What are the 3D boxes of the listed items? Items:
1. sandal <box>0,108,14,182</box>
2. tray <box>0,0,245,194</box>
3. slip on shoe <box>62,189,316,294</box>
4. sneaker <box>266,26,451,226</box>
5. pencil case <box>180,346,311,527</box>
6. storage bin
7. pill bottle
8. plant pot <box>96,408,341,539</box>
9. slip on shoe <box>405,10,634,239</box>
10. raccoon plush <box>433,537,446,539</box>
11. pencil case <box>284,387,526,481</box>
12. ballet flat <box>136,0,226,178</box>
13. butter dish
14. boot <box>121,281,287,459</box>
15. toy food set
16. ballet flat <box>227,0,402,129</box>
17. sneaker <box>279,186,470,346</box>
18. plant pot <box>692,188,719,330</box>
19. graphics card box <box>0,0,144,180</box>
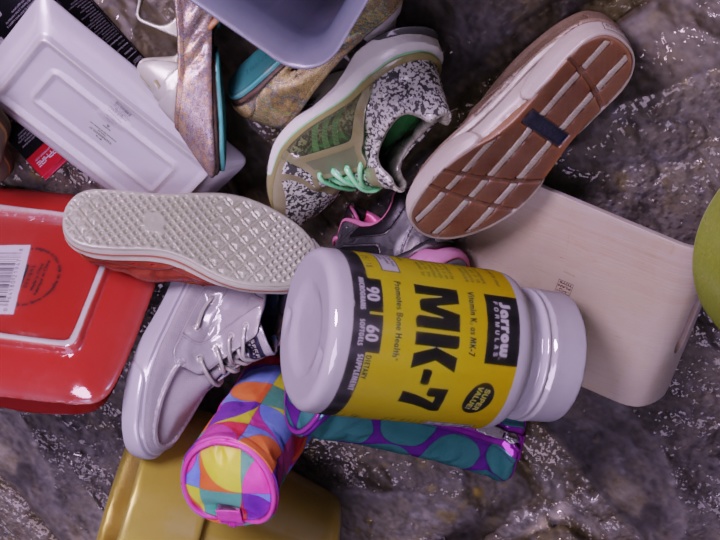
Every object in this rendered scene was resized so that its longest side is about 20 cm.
[{"bbox_3d":[-0.313,-0.110,1.064,0.080,0.054,0.200,41,159,8],"label":"sandal"},{"bbox_3d":[-0.194,-0.110,1.057,0.199,0.022,0.107,38,121,-19],"label":"tray"},{"bbox_3d":[-0.129,-0.020,1.063,0.197,0.075,0.061,8,158,2],"label":"slip on shoe"},{"bbox_3d":[-0.002,-0.085,1.011,0.076,0.089,0.200,4,141,-38],"label":"sneaker"},{"bbox_3d":[-0.077,0.130,1.111,0.087,0.200,0.090,5,110,14],"label":"pencil case"},{"bbox_3d":[-0.064,-0.234,0.878,0.199,0.134,0.146,35,120,0],"label":"storage bin"},{"bbox_3d":[0.052,0.051,0.976,0.198,0.115,0.115,7,124,-21],"label":"pill bottle"},{"bbox_3d":[-0.123,0.231,1.186,0.187,0.202,0.202,19,123,-11],"label":"plant pot"},{"bbox_3d":[0.108,-0.105,0.981,0.076,0.061,0.200,30,114,-28],"label":"slip on shoe"},{"bbox_3d":[0.117,0.326,1.221,0.132,0.097,0.202,8,120,21],"label":"raccoon plush"},{"bbox_3d":[0.038,0.106,1.082,0.198,0.092,0.086,15,87,-25],"label":"pencil case"},{"bbox_3d":[-0.131,-0.170,1.015,0.066,0.068,0.203,0,97,-5],"label":"ballet flat"},{"bbox_3d":[-0.259,0.047,1.144,0.197,0.202,0.149,7,144,10],"label":"butter dish"},{"bbox_3d":[-0.113,0.059,1.084,0.095,0.202,0.074,10,163,27],"label":"boot"},{"bbox_3d":[0.163,0.002,1.054,0.198,0.060,0.145,24,122,13],"label":"toy food set"},{"bbox_3d":[-0.015,-0.173,1.007,0.071,0.071,0.200,45,120,-10],"label":"ballet flat"},{"bbox_3d":[0.000,0.000,1.096,0.199,0.079,0.096,-33,71,38],"label":"sneaker"},{"bbox_3d":[0.335,0.032,0.898,0.184,0.201,0.189,-2,121,-4],"label":"plant pot"},{"bbox_3d":[-0.271,-0.186,1.078,0.125,0.051,0.200,-36,104,30],"label":"graphics card box"}]
